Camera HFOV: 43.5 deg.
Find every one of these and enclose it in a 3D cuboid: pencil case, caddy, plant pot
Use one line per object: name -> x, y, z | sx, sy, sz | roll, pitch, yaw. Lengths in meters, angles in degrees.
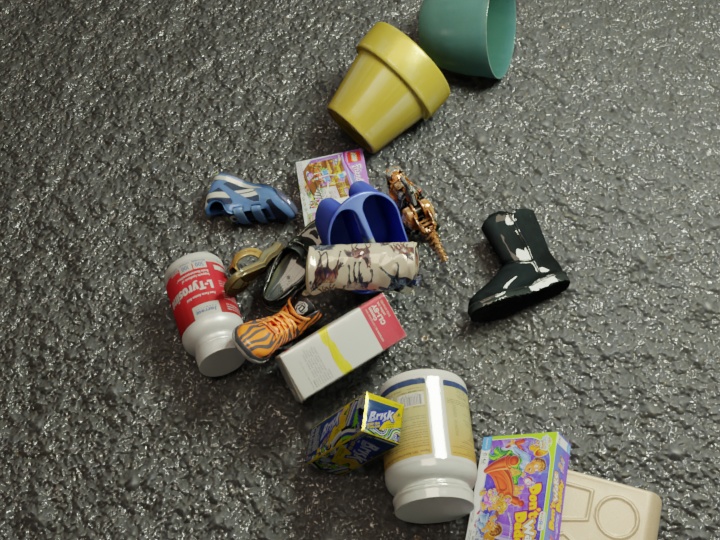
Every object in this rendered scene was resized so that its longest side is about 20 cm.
pencil case -> 0.000, 0.000, 1.498 | 0.196, 0.078, 0.091 | -1, 91, -4
caddy -> 0.006, -0.055, 1.572 | 0.140, 0.202, 0.105 | -29, 37, -10
plant pot -> 0.209, -0.490, 1.813 | 0.158, 0.202, 0.203 | 7, 59, 26
plant pot -> 0.042, -0.340, 1.750 | 0.200, 0.201, 0.189 | 40, 86, 27

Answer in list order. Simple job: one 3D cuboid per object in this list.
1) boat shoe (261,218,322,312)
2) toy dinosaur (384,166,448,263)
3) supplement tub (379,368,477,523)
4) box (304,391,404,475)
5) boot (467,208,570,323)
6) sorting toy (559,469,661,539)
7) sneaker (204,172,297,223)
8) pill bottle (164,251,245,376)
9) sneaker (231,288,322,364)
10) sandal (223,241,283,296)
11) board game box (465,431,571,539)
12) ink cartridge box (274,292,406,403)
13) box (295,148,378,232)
boat shoe -> -0.113, -0.018, 1.611 | 0.074, 0.066, 0.200 | 39, 86, 16
toy dinosaur -> 0.095, -0.092, 1.614 | 0.100, 0.137, 0.203 | -8, 57, 2
supplement tub -> 0.104, 0.270, 1.385 | 0.141, 0.145, 0.203 | -6, 58, 4
box -> -0.011, 0.253, 1.380 | 0.069, 0.200, 0.065 | 21, 58, -19
boot -> 0.247, -0.013, 1.575 | 0.197, 0.077, 0.170 | -19, 61, -12
sorting toy -> 0.336, 0.398, 1.341 | 0.196, 0.037, 0.188 | 14, 62, 11
sneaker -> -0.210, -0.121, 1.718 | 0.197, 0.074, 0.083 | 14, 63, 25
pill bottle -> -0.268, 0.078, 1.578 | 0.110, 0.113, 0.202 | -22, 58, -5
sneaker -> -0.134, 0.083, 1.495 | 0.112, 0.200, 0.078 | -44, 84, 19
sandal -> -0.197, -0.013, 1.596 | 0.054, 0.080, 0.200 | 44, 27, -2
board game box -> 0.232, 0.345, 1.338 | 0.133, 0.045, 0.203 | -14, 48, 39
ink cartridge box -> -0.037, 0.127, 1.483 | 0.198, 0.145, 0.084 | -31, 88, -11
box -> -0.044, -0.132, 1.716 | 0.134, 0.039, 0.203 | -11, 58, 2
